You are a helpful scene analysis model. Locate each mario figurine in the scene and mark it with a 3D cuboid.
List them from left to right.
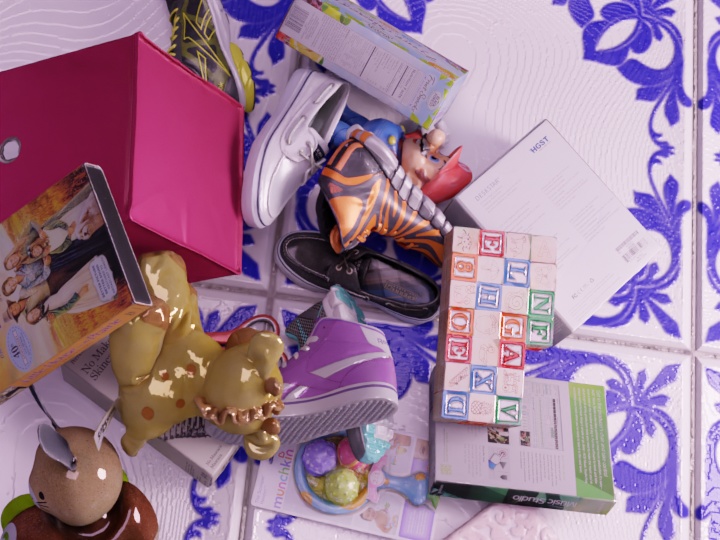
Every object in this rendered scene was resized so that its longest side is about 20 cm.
[{"bbox_3d":[0.042,-0.154,1.456,0.198,0.106,0.124,29,68,4],"label":"mario figurine"}]

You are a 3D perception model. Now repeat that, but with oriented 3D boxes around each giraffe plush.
[{"bbox_3d":[-0.144,0.093,1.202,0.160,0.174,0.202,5,54,9],"label":"giraffe plush"}]

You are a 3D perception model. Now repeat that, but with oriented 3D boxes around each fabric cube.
[{"bbox_3d":[-0.252,-0.096,1.303,0.197,0.200,0.199,-9,70,26],"label":"fabric cube"}]

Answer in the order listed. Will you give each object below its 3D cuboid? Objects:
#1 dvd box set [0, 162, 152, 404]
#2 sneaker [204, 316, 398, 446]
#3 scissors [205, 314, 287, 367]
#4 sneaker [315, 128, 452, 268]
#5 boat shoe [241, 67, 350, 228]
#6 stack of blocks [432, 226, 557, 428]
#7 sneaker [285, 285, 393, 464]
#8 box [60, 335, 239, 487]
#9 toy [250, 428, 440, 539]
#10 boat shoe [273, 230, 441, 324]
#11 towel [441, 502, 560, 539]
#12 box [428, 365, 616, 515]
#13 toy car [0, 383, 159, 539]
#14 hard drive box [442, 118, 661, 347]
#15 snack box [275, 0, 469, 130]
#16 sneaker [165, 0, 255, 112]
[{"bbox_3d":[-0.294,0.015,1.171,0.199,0.029,0.148,-31,71,21],"label":"dvd box set"},{"bbox_3d":[-0.063,0.110,1.295,0.198,0.073,0.116,-11,58,4],"label":"sneaker"},{"bbox_3d":[-0.178,0.084,1.390,0.197,0.014,0.074,0,73,-10],"label":"scissors"},{"bbox_3d":[0.020,-0.049,1.387,0.112,0.077,0.200,-50,117,-13],"label":"sneaker"},{"bbox_3d":[-0.067,-0.134,1.363,0.066,0.074,0.202,8,65,23],"label":"boat shoe"},{"bbox_3d":[0.142,0.062,1.347,0.113,0.059,0.203,6,79,-6],"label":"stack of blocks"},{"bbox_3d":[-0.026,0.120,1.361,0.090,0.077,0.202,-27,57,18],"label":"sneaker"},{"bbox_3d":[-0.213,0.134,1.338,0.199,0.068,0.083,35,69,3],"label":"box"},{"bbox_3d":[-0.007,0.212,1.354,0.197,0.047,0.117,15,68,-4],"label":"toy"},{"bbox_3d":[0.000,0.000,1.421,0.198,0.057,0.069,20,70,-1],"label":"boat shoe"},{"bbox_3d":[0.153,0.357,1.338,0.190,0.032,0.201,-32,80,-17],"label":"towel"},{"bbox_3d":[0.172,0.182,1.376,0.197,0.037,0.146,7,52,-5],"label":"box"},{"bbox_3d":[-0.284,0.208,1.205,0.156,0.202,0.164,-20,33,-14],"label":"toy car"},{"bbox_3d":[0.215,-0.043,1.452,0.155,0.077,0.200,-39,85,-18],"label":"hard drive box"},{"bbox_3d":[0.018,-0.244,1.447,0.198,0.169,0.068,30,106,4],"label":"snack box"},{"bbox_3d":[-0.192,-0.264,1.468,0.084,0.075,0.202,-23,76,-23],"label":"sneaker"}]
